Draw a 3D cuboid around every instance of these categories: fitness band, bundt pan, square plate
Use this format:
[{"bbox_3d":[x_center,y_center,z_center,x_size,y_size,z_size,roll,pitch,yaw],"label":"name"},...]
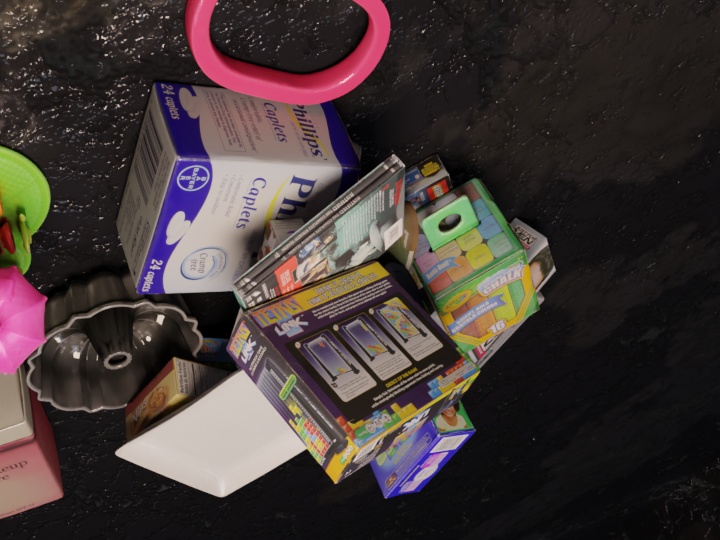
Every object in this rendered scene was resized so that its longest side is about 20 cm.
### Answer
[{"bbox_3d":[-0.065,-0.222,0.783,0.197,0.038,0.144,5,137,-37],"label":"fitness band"},{"bbox_3d":[-0.286,0.074,0.980,0.198,0.076,0.204,-18,144,-13],"label":"bundt pan"},{"bbox_3d":[-0.151,0.191,1.005,0.196,0.029,0.200,-32,140,15],"label":"square plate"}]

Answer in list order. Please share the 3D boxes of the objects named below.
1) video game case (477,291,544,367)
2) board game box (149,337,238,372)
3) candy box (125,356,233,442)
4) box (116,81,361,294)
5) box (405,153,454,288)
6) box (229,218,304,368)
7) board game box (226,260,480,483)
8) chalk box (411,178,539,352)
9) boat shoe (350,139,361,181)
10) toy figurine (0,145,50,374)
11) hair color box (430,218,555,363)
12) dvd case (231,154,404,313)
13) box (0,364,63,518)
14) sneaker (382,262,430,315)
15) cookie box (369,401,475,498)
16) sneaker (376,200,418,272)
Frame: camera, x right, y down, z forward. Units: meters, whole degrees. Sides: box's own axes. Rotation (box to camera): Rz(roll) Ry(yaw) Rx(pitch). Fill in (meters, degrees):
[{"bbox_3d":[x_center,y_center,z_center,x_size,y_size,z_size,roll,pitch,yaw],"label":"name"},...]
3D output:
[{"bbox_3d":[0.176,0.098,1.375,0.180,0.023,0.201,5,135,-39],"label":"video game case"},{"bbox_3d":[-0.173,0.150,1.134,0.148,0.037,0.201,1,149,13],"label":"board game box"},{"bbox_3d":[-0.174,0.179,1.051,0.198,0.056,0.115,20,129,-39],"label":"candy box"},{"bbox_3d":[-0.127,-0.077,0.866,0.197,0.106,0.185,-2,140,-32],"label":"box"},{"bbox_3d":[0.066,-0.047,1.093,0.135,0.040,0.201,-27,146,2],"label":"box"},{"bbox_3d":[-0.097,0.028,0.897,0.041,0.039,0.201,-5,141,-28],"label":"box"},{"bbox_3d":[-0.003,0.087,0.819,0.198,0.165,0.057,-20,148,-47],"label":"board game box"},{"bbox_3d":[0.127,-0.013,1.032,0.123,0.125,0.201,-29,146,3],"label":"chalk box"},{"bbox_3d":[-0.011,-0.044,0.948,0.068,0.071,0.204,7,102,-6],"label":"boat shoe"},{"bbox_3d":[-0.342,0.020,0.775,0.147,0.186,0.202,-13,144,-19],"label":"toy figurine"},{"bbox_3d":[0.187,0.036,1.207,0.200,0.060,0.099,-49,147,-7],"label":"hair color box"},{"bbox_3d":[-0.034,-0.013,0.840,0.199,0.022,0.147,-39,159,-13],"label":"dvd case"},{"bbox_3d":[-0.442,0.201,1.011,0.126,0.110,0.202,-15,145,-16],"label":"box"},{"bbox_3d":[0.040,0.056,0.999,0.081,0.075,0.200,-22,155,4],"label":"sneaker"},{"bbox_3d":[0.062,0.203,1.275,0.074,0.202,0.172,1,139,-36],"label":"cookie box"},{"bbox_3d":[0.000,0.000,1.016,0.088,0.068,0.201,-11,147,-26],"label":"sneaker"}]
